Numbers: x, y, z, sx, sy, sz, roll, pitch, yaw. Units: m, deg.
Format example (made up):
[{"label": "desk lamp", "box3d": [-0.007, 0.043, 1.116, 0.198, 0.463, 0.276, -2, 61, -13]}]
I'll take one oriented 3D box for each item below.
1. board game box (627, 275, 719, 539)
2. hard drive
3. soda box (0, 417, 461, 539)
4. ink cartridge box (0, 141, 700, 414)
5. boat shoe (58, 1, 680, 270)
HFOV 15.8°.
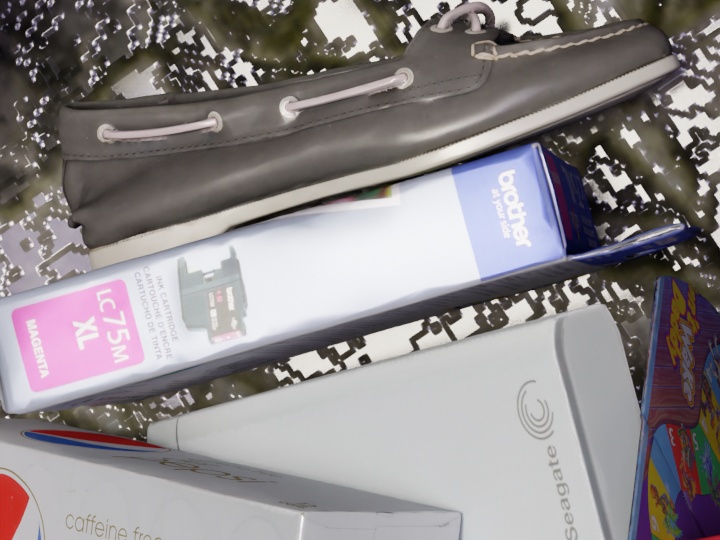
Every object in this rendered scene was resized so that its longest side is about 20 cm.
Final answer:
[{"label": "board game box", "box3d": [0.123, 0.093, 0.711, 0.039, 0.200, 0.158, -15, 123, 22]}, {"label": "hard drive", "box3d": [0.014, 0.093, 0.758, 0.200, 0.027, 0.133, -17, 87, 51]}, {"label": "soda box", "box3d": [-0.064, 0.088, 0.763, 0.200, 0.063, 0.068, 7, 91, 46]}, {"label": "ink cartridge box", "box3d": [0.000, 0.000, 0.774, 0.199, 0.119, 0.042, -14, 87, 10]}, {"label": "boat shoe", "box3d": [-0.003, -0.053, 0.802, 0.199, 0.067, 0.057, -18, 92, 13]}]
